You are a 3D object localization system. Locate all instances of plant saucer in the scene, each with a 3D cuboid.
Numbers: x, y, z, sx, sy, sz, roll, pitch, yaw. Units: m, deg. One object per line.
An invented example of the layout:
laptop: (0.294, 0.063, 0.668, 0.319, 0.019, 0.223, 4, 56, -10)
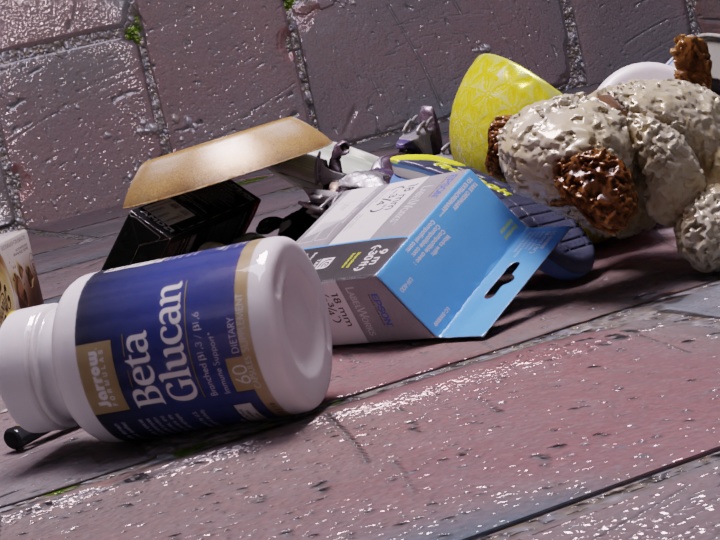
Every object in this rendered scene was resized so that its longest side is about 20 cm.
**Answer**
plant saucer: (-0.124, -0.102, 1.461, 0.198, 0.036, 0.200, -17, 7, 2)
plant saucer: (0.007, -0.083, 1.583, 0.198, 0.051, 0.200, 22, -1, 1)

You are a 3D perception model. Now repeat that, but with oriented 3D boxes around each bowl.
bowl: (0.141, -0.080, 1.393, 0.108, 0.200, 0.200, -48, 13, -5)

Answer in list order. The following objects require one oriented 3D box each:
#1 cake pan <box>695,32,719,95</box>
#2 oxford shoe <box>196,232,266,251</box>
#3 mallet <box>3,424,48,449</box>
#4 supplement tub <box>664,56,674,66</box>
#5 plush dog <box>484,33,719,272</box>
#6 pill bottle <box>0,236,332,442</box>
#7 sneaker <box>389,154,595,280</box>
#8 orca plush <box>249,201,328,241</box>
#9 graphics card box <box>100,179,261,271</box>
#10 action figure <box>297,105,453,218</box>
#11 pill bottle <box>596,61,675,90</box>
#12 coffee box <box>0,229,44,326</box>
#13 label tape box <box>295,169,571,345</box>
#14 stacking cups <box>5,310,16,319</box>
cake pan: (0.371, -0.140, 1.419, 0.199, 0.037, 0.200, 32, 0, 0)
oxford shoe: (-0.113, 0.006, 1.533, 0.057, 0.076, 0.200, 29, 8, 9)
mallet: (-0.166, 0.083, 1.164, 0.065, 0.042, 0.200, -4, 16, 35)
supplement tub: (0.387, -0.173, 1.689, 0.131, 0.133, 0.200, -13, 8, -2)
plush dog: (0.183, -0.087, 1.185, 0.170, 0.162, 0.200, -7, 16, -26)
pill bottle: (-0.127, 0.049, 1.034, 0.198, 0.112, 0.111, -11, 8, 18)
sneaker: (0.101, -0.028, 1.307, 0.199, 0.083, 0.074, 28, 19, 35)
orca plush: (-0.050, -0.044, 1.531, 0.105, 0.072, 0.200, 32, 21, 19)
graphics card box: (-0.174, -0.010, 1.498, 0.051, 0.126, 0.200, 33, 22, 9)
action figure: (0.027, -0.084, 1.447, 0.129, 0.070, 0.200, 21, 30, 27)
pill bottle: (0.252, -0.116, 1.501, 0.111, 0.113, 0.200, -13, -7, -2)
coffee box: (-0.356, 0.035, 1.499, 0.079, 0.114, 0.200, -12, 7, 4)
label tape box: (0.036, -0.010, 1.214, 0.199, 0.064, 0.144, -7, 30, 43)
stacking cups: (-0.196, 0.051, 1.363, 0.198, 0.061, 0.061, -8, 8, 7)
